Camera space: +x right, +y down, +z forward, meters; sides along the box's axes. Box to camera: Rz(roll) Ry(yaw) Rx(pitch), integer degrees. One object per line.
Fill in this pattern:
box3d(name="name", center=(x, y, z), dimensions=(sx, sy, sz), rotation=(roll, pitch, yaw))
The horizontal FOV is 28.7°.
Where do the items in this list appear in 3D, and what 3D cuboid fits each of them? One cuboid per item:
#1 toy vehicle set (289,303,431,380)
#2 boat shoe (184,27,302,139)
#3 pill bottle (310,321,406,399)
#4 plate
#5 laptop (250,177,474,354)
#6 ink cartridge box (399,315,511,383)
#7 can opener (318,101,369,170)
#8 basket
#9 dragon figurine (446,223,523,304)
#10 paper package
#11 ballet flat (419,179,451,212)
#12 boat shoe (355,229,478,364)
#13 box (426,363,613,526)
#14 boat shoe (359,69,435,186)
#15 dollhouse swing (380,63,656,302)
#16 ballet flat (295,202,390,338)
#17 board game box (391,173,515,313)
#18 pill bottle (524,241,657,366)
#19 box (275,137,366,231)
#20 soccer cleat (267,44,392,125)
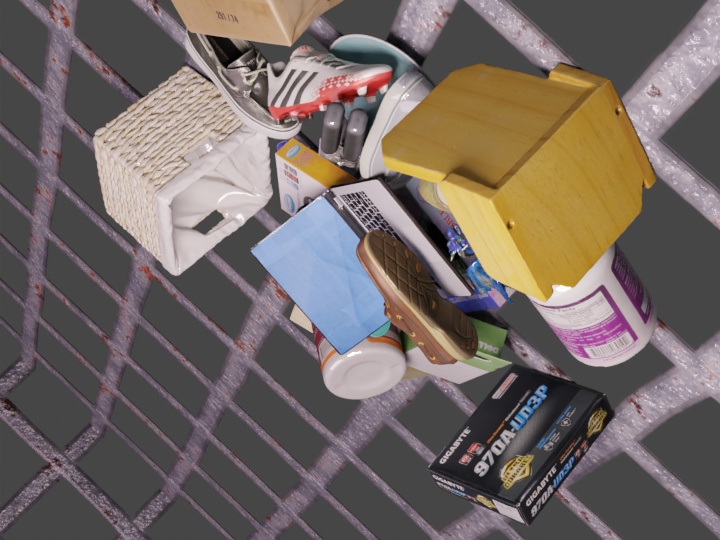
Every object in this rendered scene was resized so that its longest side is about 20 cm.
box3d(name="toy vehicle set", center=(0.011, 0.098, 2.034), dimensions=(0.200, 0.124, 0.027), rotation=(29, 107, 31))
box3d(name="boat shoe", center=(-0.149, -0.251, 1.800), dimensions=(0.200, 0.071, 0.064), rotation=(45, 155, 4))
box3d(name="pill bottle", center=(-0.012, 0.064, 1.913), dimensions=(0.114, 0.114, 0.200), rotation=(82, 175, -51))
box3d(name="plate", center=(0.043, -0.199, 1.651), dimensions=(0.200, 0.026, 0.200), rotation=(34, 151, 22))
box3d(name="laptop", center=(0.000, 0.000, 1.716), dimensions=(0.187, 0.116, 0.200), rotation=(49, 158, -17))
box3d(name="ink cartridge box", center=(0.124, 0.095, 1.856), dimensions=(0.104, 0.059, 0.200), rotation=(21, 164, -11))
box3d(name="can opener", center=(-0.017, -0.165, 1.635), dimensions=(0.053, 0.067, 0.200), rotation=(16, 168, 0))
box3d(name="basket", center=(-0.246, -0.139, 1.967), dimensions=(0.161, 0.198, 0.200), rotation=(39, 154, 21))
box3d(name="dragon figurine", center=(0.166, 0.001, 1.677), dimensions=(0.059, 0.099, 0.200), rotation=(17, 142, 45))
box3d(name="paper package", center=(-0.144, -0.361, 1.598), dimensions=(0.200, 0.103, 0.191), rotation=(14, 142, 45))
box3d(name="ballet flat", center=(0.143, -0.090, 1.582), dimensions=(0.200, 0.071, 0.071), rotation=(13, 141, 30))
box3d(name="boat shoe", center=(0.056, 0.040, 1.668), dimensions=(0.068, 0.072, 0.200), rotation=(-27, 114, 35))
box3d(name="box", center=(0.208, 0.222, 1.824), dimensions=(0.159, 0.200, 0.046), rotation=(17, 145, 45))
box3d(name="boat shoe", center=(0.052, -0.144, 1.608), dimensions=(0.072, 0.070, 0.201), rotation=(42, 152, 13))
box3d(name="dollhouse swing", center=(0.153, -0.097, 1.438), dimensions=(0.176, 0.200, 0.182), rotation=(6, 135, 51))
box3d(name="ballet flat", center=(-0.024, -0.004, 1.816), dimensions=(0.200, 0.068, 0.068), rotation=(62, 161, -17))
box3d(name="board game box", center=(0.080, -0.029, 1.824), dimensions=(0.200, 0.041, 0.200), rotation=(51, 154, -12))
box3d(name="pill bottle", center=(0.237, 0.010, 1.528), dimensions=(0.112, 0.112, 0.200), rotation=(17, 157, 44))
box3d(name="box", center=(-0.039, -0.088, 1.822), dimensions=(0.200, 0.041, 0.119), rotation=(32, 152, 22))
box3d(name="soccer cleat", center=(-0.042, -0.226, 1.636), dimensions=(0.200, 0.069, 0.085), rotation=(-10, 91, 50))
